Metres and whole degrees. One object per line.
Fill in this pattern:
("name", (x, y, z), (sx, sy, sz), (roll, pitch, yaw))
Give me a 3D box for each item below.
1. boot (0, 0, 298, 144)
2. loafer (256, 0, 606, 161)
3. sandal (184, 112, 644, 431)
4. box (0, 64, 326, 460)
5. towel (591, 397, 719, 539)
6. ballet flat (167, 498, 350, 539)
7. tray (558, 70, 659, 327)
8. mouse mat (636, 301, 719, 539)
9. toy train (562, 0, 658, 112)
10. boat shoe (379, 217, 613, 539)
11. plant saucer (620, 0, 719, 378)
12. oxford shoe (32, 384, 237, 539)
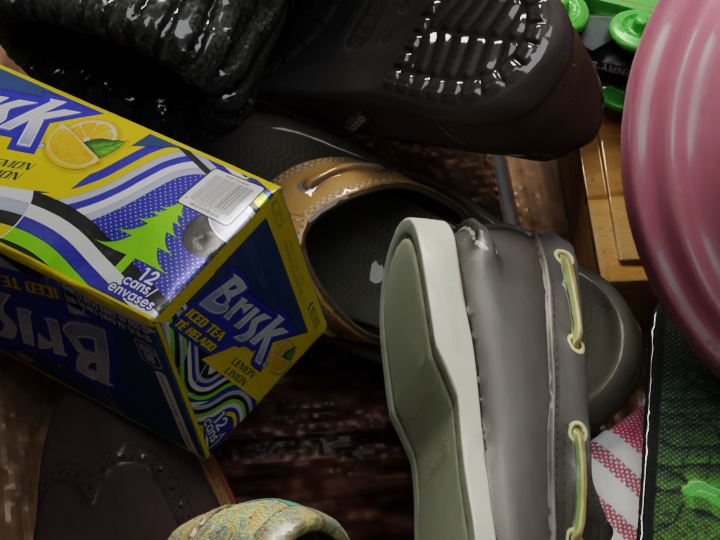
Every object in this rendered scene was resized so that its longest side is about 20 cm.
("boot", (-0.081, -0.129, 0.813), (0.211, 0.079, 0.158), (9, 64, 53))
("loafer", (0.007, -0.072, 0.803), (0.200, 0.071, 0.073), (25, 78, 48))
("sandal", (0.000, 0.000, 0.775), (0.200, 0.055, 0.082), (25, 85, 10))
("box", (-0.110, -0.017, 0.745), (0.200, 0.070, 0.064), (25, 59, 33))
("towel", (0.081, 0.141, 0.729), (0.200, 0.030, 0.146), (-36, 68, -27))
("ballet flat", (-0.008, 0.161, 0.647), (0.071, 0.071, 0.200), (-12, 79, -13))
("tray", (0.176, -0.032, 0.839), (0.199, 0.037, 0.099), (-1, 59, -8))
("mouse mat", (0.187, 0.091, 0.758), (0.200, 0.008, 0.161), (14, 53, -8))
("toy train", (0.148, -0.073, 0.819), (0.199, 0.042, 0.056), (14, 47, 2))
("boat shoe", (0.049, 0.078, 0.699), (0.060, 0.072, 0.202), (1, 68, -17))
("plant saucer", (0.188, -0.040, 0.753), (0.200, 0.051, 0.201), (0, 89, -11))
("oxford shoe", (-0.073, 0.112, 0.692), (0.071, 0.073, 0.200), (-19, 58, 14))
